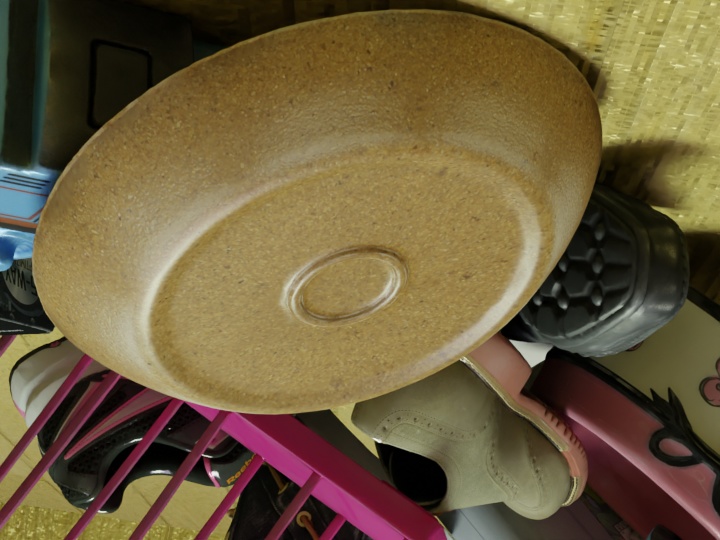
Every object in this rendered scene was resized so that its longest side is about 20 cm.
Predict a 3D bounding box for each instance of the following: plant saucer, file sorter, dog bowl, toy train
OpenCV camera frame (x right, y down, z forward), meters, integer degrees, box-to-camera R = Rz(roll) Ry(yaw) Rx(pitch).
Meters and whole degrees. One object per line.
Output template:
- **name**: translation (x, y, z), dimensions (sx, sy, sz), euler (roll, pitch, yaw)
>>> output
- **plant saucer**: translation (-0.009, -0.007, 0.913), dimensions (0.200, 0.035, 0.200), euler (-13, 146, -9)
- **file sorter**: translation (-0.078, 0.108, 1.157), dimensions (0.200, 0.125, 0.139), euler (35, 172, 11)
- **dog bowl**: translation (0.157, 0.086, 1.203), dimensions (0.200, 0.074, 0.200), euler (42, 172, 7)
- **toy train**: translation (-0.064, -0.037, 0.960), dimensions (0.200, 0.087, 0.114), euler (12, 161, -28)

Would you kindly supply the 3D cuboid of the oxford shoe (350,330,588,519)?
- **oxford shoe**: translation (0.041, 0.071, 1.157), dimensions (0.071, 0.074, 0.200), euler (33, 170, 31)

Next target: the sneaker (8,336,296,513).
- **sneaker**: translation (-0.059, 0.059, 1.276), dimensions (0.200, 0.086, 0.080), euler (-23, 150, 5)

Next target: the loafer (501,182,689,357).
- **loafer**: translation (0.094, 0.000, 1.091), dimensions (0.070, 0.068, 0.201), euler (5, 177, -15)

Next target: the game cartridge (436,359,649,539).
- **game cartridge**: translation (0.121, 0.102, 1.319), dimensions (0.200, 0.133, 0.041), euler (-26, 159, -49)

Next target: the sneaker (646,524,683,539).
- **sneaker**: translation (0.143, 0.182, 1.201), dimensions (0.075, 0.087, 0.200), euler (42, 171, 31)

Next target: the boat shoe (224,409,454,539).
- **boat shoe**: translation (-0.037, 0.109, 1.307), dimensions (0.071, 0.091, 0.200), euler (51, 174, -29)

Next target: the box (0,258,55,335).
- **box**: translation (-0.236, -0.009, 1.095), dimensions (0.160, 0.044, 0.200), euler (16, 168, -37)

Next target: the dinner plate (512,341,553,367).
- **dinner plate**: translation (0.031, 0.051, 1.430), dimensions (0.200, 0.024, 0.200), euler (-3, 174, 0)
